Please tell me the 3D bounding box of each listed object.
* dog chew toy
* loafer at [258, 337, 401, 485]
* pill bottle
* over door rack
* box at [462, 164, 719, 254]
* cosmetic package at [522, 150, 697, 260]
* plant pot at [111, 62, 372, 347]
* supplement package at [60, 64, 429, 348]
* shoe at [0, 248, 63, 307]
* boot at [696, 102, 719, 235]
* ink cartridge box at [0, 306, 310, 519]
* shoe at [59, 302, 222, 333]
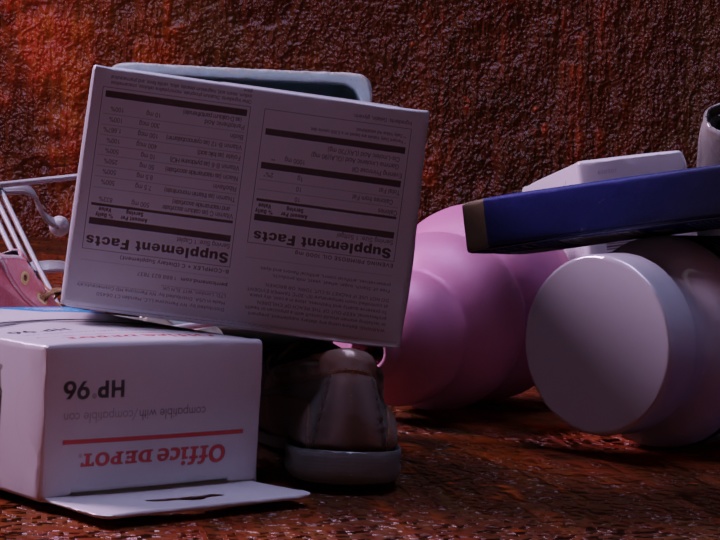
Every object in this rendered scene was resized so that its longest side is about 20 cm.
[{"bbox_3d":[0.051,0.028,1.120,0.124,0.125,0.200,4,11,27],"label":"dog chew toy"},{"bbox_3d":[-0.015,0.060,0.918,0.072,0.063,0.200,2,4,-10],"label":"loafer"},{"bbox_3d":[0.188,0.038,1.032,0.116,0.116,0.200,6,4,43],"label":"pill bottle"},{"bbox_3d":[-0.134,-0.004,1.142,0.200,0.067,0.148,-16,55,-24],"label":"over door rack"},{"bbox_3d":[0.167,-0.035,1.019,0.200,0.032,0.121,-6,-2,18],"label":"box"},{"bbox_3d":[0.161,-0.018,1.228,0.074,0.102,0.200,-6,0,-4],"label":"cosmetic package"},{"bbox_3d":[-0.091,-0.031,1.434,0.195,0.197,0.200,3,-13,2],"label":"plant pot"},{"bbox_3d":[-0.056,-0.028,0.925,0.155,0.111,0.200,8,0,-4],"label":"supplement package"},{"bbox_3d":[-0.168,0.034,0.985,0.200,0.091,0.071,0,4,-39],"label":"shoe"},{"bbox_3d":[0.287,-0.009,1.160,0.181,0.200,0.073,4,32,-2],"label":"boot"},{"bbox_3d":[-0.123,0.058,0.827,0.116,0.068,0.200,-1,5,-42],"label":"ink cartridge box"},{"bbox_3d":[-0.158,0.041,1.206,0.070,0.054,0.200,5,4,39],"label":"shoe"}]
